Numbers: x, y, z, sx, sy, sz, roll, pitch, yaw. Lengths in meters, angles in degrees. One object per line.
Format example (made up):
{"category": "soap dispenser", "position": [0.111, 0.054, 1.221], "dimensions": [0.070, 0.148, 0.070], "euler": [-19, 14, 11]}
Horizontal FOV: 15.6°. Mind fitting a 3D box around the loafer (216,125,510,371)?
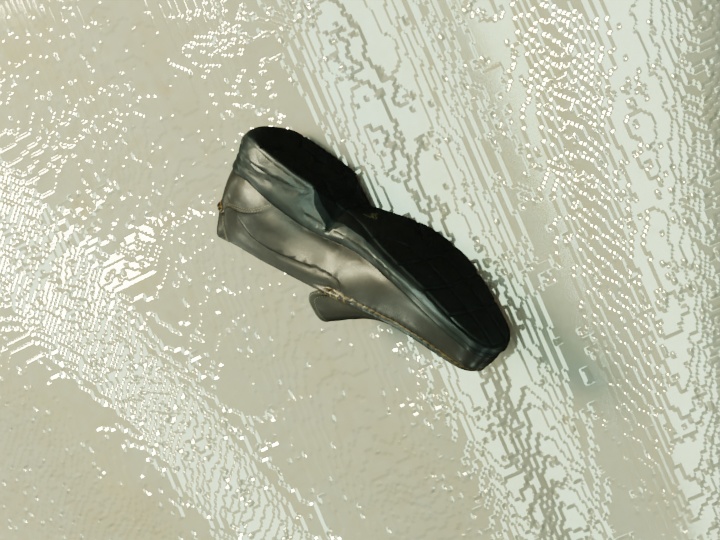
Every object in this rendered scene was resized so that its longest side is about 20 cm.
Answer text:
{"category": "loafer", "position": [0.000, 0.000, 1.503], "dimensions": [0.200, 0.073, 0.072], "euler": [41, 116, 25]}
